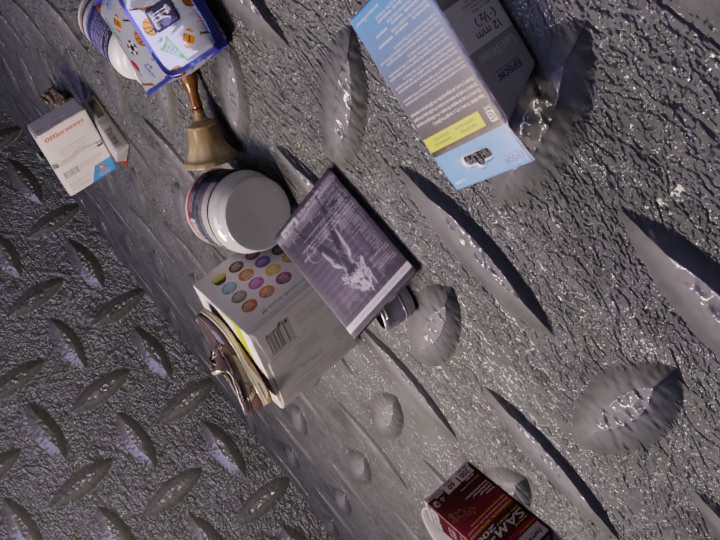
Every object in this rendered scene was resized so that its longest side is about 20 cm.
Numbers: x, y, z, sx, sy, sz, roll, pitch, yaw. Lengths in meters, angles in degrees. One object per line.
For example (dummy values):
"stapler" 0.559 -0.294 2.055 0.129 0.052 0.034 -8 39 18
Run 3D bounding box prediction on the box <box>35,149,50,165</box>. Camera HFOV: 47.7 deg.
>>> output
"box" -0.932 -0.385 2.559 0.199 0.143 0.037 18 139 57

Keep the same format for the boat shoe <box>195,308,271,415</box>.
"boat shoe" -0.231 0.160 1.417 0.202 0.064 0.072 55 160 -2

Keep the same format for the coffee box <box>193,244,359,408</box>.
"coffee box" -0.151 0.079 1.491 0.197 0.199 0.202 34 153 41

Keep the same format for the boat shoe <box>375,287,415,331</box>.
"boat shoe" 0.000 0.000 1.227 0.202 0.068 0.072 56 159 -4

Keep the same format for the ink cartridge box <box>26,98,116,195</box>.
"ink cartridge box" -0.756 -0.324 2.142 0.086 0.145 0.202 41 158 40

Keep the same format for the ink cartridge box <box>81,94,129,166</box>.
"ink cartridge box" -0.694 -0.364 2.211 0.164 0.057 0.200 55 155 -2

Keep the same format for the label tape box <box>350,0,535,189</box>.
"label tape box" 0.088 -0.187 0.760 0.202 0.066 0.143 55 160 -9

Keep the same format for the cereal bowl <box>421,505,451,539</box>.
"cereal bowl" 0.208 0.498 1.517 0.200 0.083 0.202 45 157 25

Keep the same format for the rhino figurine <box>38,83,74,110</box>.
"rhino figurine" -0.888 -0.502 2.398 0.087 0.060 0.199 41 165 -24

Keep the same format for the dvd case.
"dvd case" -0.024 -0.025 1.188 0.201 0.016 0.149 50 117 14

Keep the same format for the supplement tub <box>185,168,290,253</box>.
"supplement tub" -0.217 -0.107 1.437 0.199 0.140 0.142 15 137 59

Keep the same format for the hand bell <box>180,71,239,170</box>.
"hand bell" -0.286 -0.289 1.422 0.104 0.103 0.204 22 129 54

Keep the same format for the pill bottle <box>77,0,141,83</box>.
"pill bottle" -0.397 -0.401 1.404 0.200 0.110 0.112 45 158 32

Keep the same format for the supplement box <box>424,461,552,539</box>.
"supplement box" 0.212 0.424 1.361 0.199 0.108 0.062 32 150 44

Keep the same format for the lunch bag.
"lunch bag" -0.296 -0.378 1.228 0.198 0.124 0.172 -8 117 52
